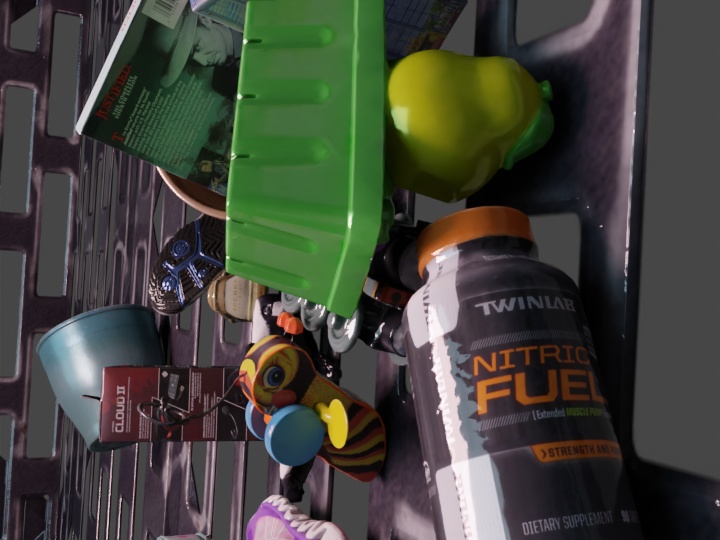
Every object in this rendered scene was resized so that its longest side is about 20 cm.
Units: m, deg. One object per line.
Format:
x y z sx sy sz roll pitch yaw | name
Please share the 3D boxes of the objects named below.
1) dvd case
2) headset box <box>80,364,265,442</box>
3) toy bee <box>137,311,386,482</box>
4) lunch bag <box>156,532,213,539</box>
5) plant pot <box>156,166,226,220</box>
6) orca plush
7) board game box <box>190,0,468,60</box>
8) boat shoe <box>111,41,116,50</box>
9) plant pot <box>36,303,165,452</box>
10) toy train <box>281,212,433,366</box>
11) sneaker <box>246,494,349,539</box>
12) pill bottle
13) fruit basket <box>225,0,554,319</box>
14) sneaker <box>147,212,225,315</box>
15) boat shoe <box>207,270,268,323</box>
-0.101 -0.134 0.646 0.022 0.199 0.147 41 106 52 | dvd case
-0.188 0.137 0.854 0.149 0.198 0.076 156 116 -74 | headset box
-0.050 0.095 0.640 0.131 0.199 0.109 26 92 40 | toy bee
-0.213 0.434 1.028 0.160 0.077 0.202 172 101 -64 | lunch bag
-0.101 -0.142 0.814 0.093 0.199 0.203 30 -120 -78 | plant pot
-0.054 0.107 0.760 0.071 0.105 0.201 -22 49 24 | orca plush
-0.014 -0.224 0.576 0.200 0.199 0.062 -55 44 45 | board game box
-0.135 -0.128 0.708 0.201 0.066 0.072 50 144 -12 | boat shoe
-0.407 0.186 1.345 0.200 0.199 0.189 -51 58 49 | plant pot
0.000 0.000 0.660 0.200 0.085 0.115 29 102 61 | toy train
-0.073 0.265 0.735 0.081 0.088 0.200 62 154 -7 | sneaker
0.081 0.067 0.453 0.106 0.106 0.201 -44 48 53 | pill bottle
0.016 -0.084 0.540 0.156 0.214 0.217 110 154 -62 | fruit basket
-0.168 -0.026 0.941 0.201 0.075 0.077 -56 -15 -22 | sneaker
-0.140 0.025 0.914 0.201 0.063 0.074 -162 76 -79 | boat shoe
